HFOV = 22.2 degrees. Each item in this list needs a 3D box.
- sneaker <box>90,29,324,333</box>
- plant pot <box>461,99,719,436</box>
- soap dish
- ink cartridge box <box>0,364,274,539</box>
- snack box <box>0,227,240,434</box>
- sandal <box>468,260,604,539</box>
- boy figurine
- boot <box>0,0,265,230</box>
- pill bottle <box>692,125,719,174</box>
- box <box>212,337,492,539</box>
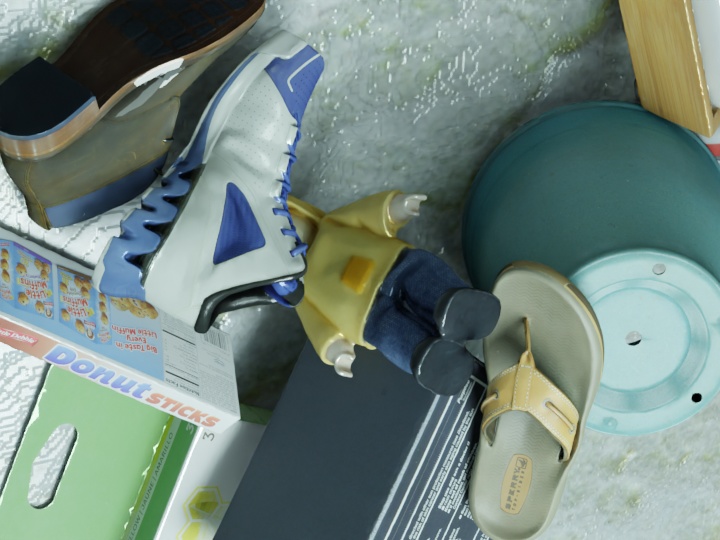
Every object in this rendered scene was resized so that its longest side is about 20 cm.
[{"bbox_3d":[-0.067,-0.039,1.151,0.115,0.081,0.200,34,76,3],"label":"sneaker"},{"bbox_3d":[0.173,0.011,1.253,0.198,0.188,0.202,0,115,0],"label":"plant pot"},{"bbox_3d":[0.230,-0.217,1.275,0.158,0.081,0.201,-56,137,-46],"label":"soap dish"},{"bbox_3d":[-0.139,0.153,1.247,0.199,0.048,0.147,16,101,-38],"label":"ink cartridge box"},{"bbox_3d":[-0.160,0.039,1.172,0.199,0.072,0.024,28,129,-37],"label":"snack box"},{"bbox_3d":[0.104,0.092,1.159,0.054,0.080,0.202,-46,147,-62],"label":"sandal"},{"bbox_3d":[0.000,0.000,1.175,0.064,0.199,0.125,20,100,-51],"label":"boy figurine"},{"bbox_3d":[-0.141,-0.107,1.143,0.199,0.075,0.097,-33,146,-25],"label":"boot"},{"bbox_3d":[0.296,-0.052,1.395,0.115,0.116,0.201,-30,122,-18],"label":"pill bottle"},{"bbox_3d":[0.025,0.150,1.259,0.198,0.123,0.201,36,78,-55],"label":"box"}]
